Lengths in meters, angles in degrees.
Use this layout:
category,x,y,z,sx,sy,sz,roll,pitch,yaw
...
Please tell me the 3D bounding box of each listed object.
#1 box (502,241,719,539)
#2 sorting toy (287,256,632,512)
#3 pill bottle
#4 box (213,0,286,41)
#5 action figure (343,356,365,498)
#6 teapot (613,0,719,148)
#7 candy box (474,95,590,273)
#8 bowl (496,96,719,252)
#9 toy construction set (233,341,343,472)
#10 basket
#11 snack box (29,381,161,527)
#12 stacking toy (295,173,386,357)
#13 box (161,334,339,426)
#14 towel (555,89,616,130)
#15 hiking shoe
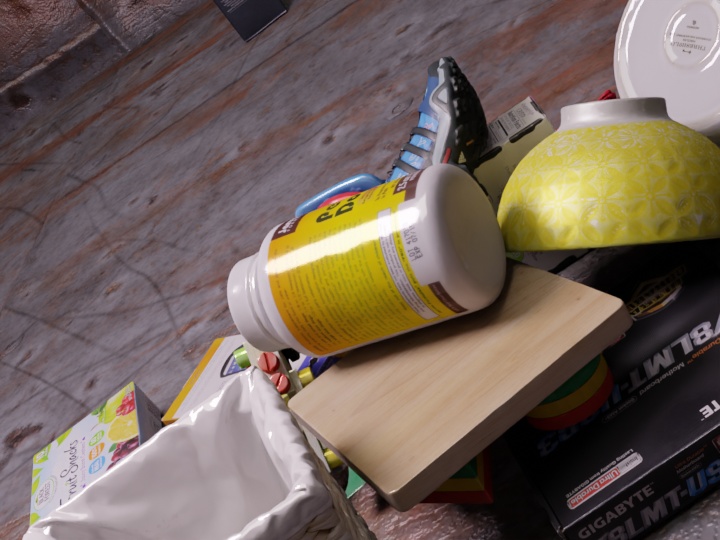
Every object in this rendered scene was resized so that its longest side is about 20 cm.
category,x,y,z,sx,sy,sz,roll,pitch,yaw
box,0.197,0.085,0.855,0.200,0.050,0.199,-36,24,6
sorting toy,0.074,0.087,0.869,0.200,0.070,0.199,-37,22,-12
pill bottle,0.000,0.000,0.910,0.200,0.109,0.109,-19,31,30
box,-0.250,-0.569,2.376,0.107,0.200,0.148,-37,24,4
action figure,0.024,0.104,1.041,0.118,0.055,0.200,-34,30,9
teapot,0.322,-0.182,1.035,0.197,0.146,0.200,-44,51,38
candy box,0.107,-0.040,1.081,0.200,0.136,0.061,-33,27,10
bowl,0.197,-0.075,0.936,0.199,0.108,0.200,-5,3,0
toy construction set,-0.068,0.092,1.062,0.092,0.131,0.201,-10,73,6
basket,-0.085,0.199,0.745,0.200,0.161,0.198,-35,20,-4
snack box,-0.268,0.215,1.247,0.142,0.053,0.200,-38,25,3
stacking toy,-0.008,0.009,1.183,0.110,0.116,0.200,-25,31,26
box,-0.099,0.110,1.217,0.200,0.042,0.119,-10,37,41
towel,0.161,-0.100,1.164,0.200,0.023,0.145,-33,-8,10
hiking shoe,0.055,-0.094,1.000,0.086,0.074,0.200,-17,49,24
